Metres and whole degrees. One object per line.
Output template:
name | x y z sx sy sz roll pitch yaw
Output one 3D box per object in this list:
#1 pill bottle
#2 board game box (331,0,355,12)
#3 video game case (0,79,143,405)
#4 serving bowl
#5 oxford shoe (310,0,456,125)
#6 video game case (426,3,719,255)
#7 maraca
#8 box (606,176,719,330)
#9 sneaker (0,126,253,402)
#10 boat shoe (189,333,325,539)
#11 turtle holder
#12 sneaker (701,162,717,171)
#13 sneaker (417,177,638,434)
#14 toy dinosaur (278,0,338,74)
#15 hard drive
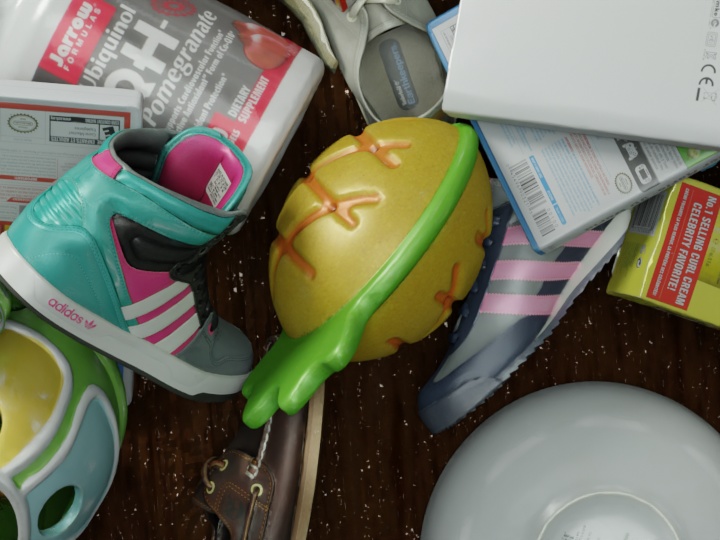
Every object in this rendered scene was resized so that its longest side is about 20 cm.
pill bottle | -0.129 -0.112 1.466 0.200 0.111 0.111 28 88 -1
board game box | -0.021 -0.264 1.477 0.151 0.046 0.200 -42 75 -5
video game case | -0.190 -0.014 1.452 0.142 0.017 0.201 5 125 -2
serving bowl | 0.133 0.162 1.492 0.199 0.066 0.201 0 89 -1
oxford shoe | 0.000 -0.159 1.498 0.075 0.058 0.201 -24 88 0
video game case | 0.150 -0.117 1.432 0.200 0.018 0.143 -29 74 13
maraca | 0.000 0.000 1.430 0.107 0.137 0.200 38 63 -12
box | 0.239 0.009 1.478 0.199 0.050 0.076 20 88 -18
sneaker | -0.093 -0.012 1.407 0.121 0.200 0.084 -48 54 9
boat shoe | -0.059 0.132 1.483 0.070 0.070 0.201 6 89 -5
turtle holder | -0.188 0.078 1.421 0.141 0.132 0.186 27 125 -12
sneaker | 0.130 -0.134 1.497 0.081 0.077 0.200 -35 83 5
sneaker | 0.081 -0.004 1.491 0.082 0.070 0.200 40 80 -6
toy dinosaur | -0.091 -0.185 1.475 0.200 0.088 0.048 28 54 9
hard drive | 0.150 -0.133 1.411 0.199 0.027 0.132 9 85 19
